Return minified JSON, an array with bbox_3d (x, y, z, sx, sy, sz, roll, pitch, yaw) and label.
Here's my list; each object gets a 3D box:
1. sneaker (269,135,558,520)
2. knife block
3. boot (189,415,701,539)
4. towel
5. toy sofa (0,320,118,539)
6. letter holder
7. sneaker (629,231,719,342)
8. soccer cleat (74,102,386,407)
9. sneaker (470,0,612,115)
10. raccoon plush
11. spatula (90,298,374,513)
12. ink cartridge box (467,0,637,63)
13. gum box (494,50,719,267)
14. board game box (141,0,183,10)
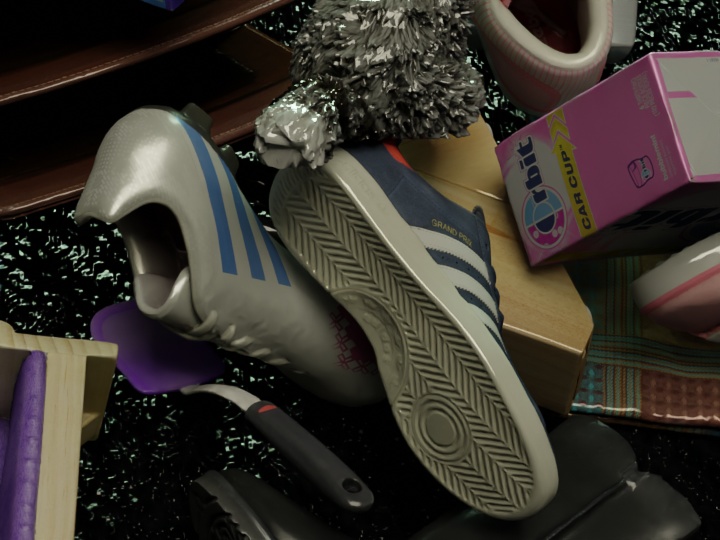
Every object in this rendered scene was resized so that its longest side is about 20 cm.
[{"bbox_3d":[0.043,0.019,1.243,0.084,0.075,0.201,-26,83,-48],"label":"sneaker"},{"bbox_3d":[0.000,0.000,1.322,0.174,0.064,0.201,-20,62,-14],"label":"knife block"},{"bbox_3d":[0.041,0.120,1.256,0.199,0.066,0.165,-31,74,-25],"label":"boot"},{"bbox_3d":[0.159,-0.006,1.392,0.145,0.022,0.201,7,57,-7],"label":"towel"},{"bbox_3d":[-0.164,0.129,1.197,0.097,0.083,0.201,6,57,-9],"label":"toy sofa"},{"bbox_3d":[-0.123,-0.116,1.315,0.199,0.101,0.142,-22,30,-22],"label":"letter holder"},{"bbox_3d":[0.230,0.028,1.329,0.199,0.075,0.105,-7,71,-37],"label":"sneaker"},{"bbox_3d":[-0.063,0.012,1.261,0.200,0.070,0.087,49,52,-26],"label":"soccer cleat"},{"bbox_3d":[0.070,-0.178,1.362,0.075,0.105,0.201,-28,88,-7],"label":"sneaker"},{"bbox_3d":[0.015,-0.129,1.228,0.096,0.135,0.200,9,18,5],"label":"raccoon plush"},{"bbox_3d":[-0.059,0.064,1.257,0.056,0.021,0.200,-14,32,-36],"label":"spatula"},{"bbox_3d":[0.075,-0.221,1.451,0.159,0.047,0.202,5,83,-8],"label":"ink cartridge box"},{"bbox_3d":[0.180,-0.057,1.306,0.199,0.113,0.067,-5,73,-41],"label":"gum box"},{"bbox_3d":[-0.096,-0.214,1.315,0.134,0.045,0.200,19,45,23],"label":"board game box"}]
